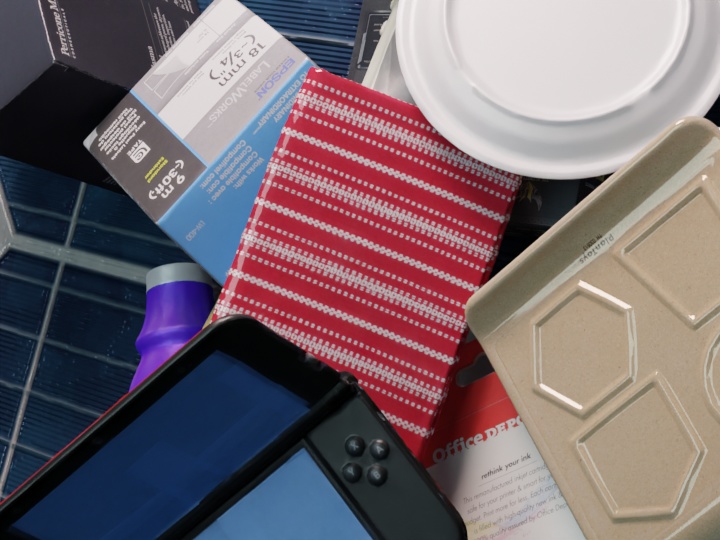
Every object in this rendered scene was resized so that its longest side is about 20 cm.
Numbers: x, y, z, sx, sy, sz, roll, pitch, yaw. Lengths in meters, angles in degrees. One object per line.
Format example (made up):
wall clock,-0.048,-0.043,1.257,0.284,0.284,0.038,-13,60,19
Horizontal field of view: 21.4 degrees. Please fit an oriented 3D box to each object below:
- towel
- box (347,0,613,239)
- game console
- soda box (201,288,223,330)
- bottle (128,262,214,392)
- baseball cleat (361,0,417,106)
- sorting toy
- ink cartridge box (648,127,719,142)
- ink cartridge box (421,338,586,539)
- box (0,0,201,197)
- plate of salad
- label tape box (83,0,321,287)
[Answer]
towel,0.000,0.000,1.104,0.143,0.022,0.202,21,84,0
box,0.078,-0.105,1.207,0.199,0.051,0.160,6,82,39
game console,-0.072,0.144,1.001,0.200,0.119,0.173,-40,84,12
soda box,-0.078,0.076,1.229,0.063,0.068,0.201,23,75,14
bottle,-0.118,0.097,1.303,0.083,0.065,0.202,-19,67,32
baseball cleat,0.047,-0.112,1.159,0.106,0.070,0.202,25,85,-1
sorting toy,0.168,0.049,1.022,0.185,0.036,0.201,-41,63,24
ink cartridge box,0.216,-0.017,1.059,0.198,0.067,0.118,-9,74,37
ink cartridge box,0.106,0.136,1.108,0.116,0.067,0.202,-27,62,29
box,-0.207,-0.176,1.372,0.104,0.181,0.202,-34,59,27
plate of salad,0.119,-0.140,1.105,0.198,0.048,0.202,-3,68,7
label tape box,-0.078,-0.080,1.232,0.144,0.063,0.200,-47,40,-1
